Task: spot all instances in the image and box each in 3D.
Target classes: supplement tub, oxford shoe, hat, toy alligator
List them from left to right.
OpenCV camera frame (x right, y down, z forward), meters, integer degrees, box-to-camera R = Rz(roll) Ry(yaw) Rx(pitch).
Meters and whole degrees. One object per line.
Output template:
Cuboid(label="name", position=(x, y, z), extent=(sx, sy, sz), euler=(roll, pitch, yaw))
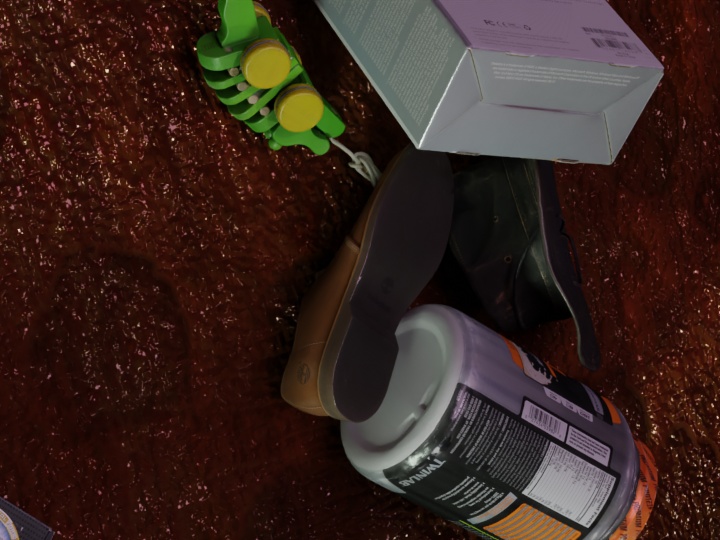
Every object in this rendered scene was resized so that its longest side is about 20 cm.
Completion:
Cuboid(label="toy alligator", position=(-0.051, -0.103, 1.250), extent=(0.054, 0.059, 0.200), euler=(-33, 132, 6))
Cuboid(label="oxford shoe", position=(0.000, 0.000, 1.274), extent=(0.071, 0.071, 0.201), euler=(44, 61, -38))
Cuboid(label="supplement tub", position=(0.095, 0.115, 1.310), extent=(0.199, 0.122, 0.123), euler=(31, 73, -32))
Cuboid(label="hat", position=(0.099, -0.022, 1.330), extent=(0.201, 0.080, 0.202), euler=(-15, 90, -79))

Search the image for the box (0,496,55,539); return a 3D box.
Cuboid(label="box", position=(-0.287, 0.163, 1.086), extent=(0.200, 0.044, 0.161), euler=(39, 70, -29))

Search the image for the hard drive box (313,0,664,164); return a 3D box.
Cuboid(label="hard drive box", position=(0.068, -0.160, 1.241), extent=(0.155, 0.200, 0.077), euler=(3, 129, -34))
